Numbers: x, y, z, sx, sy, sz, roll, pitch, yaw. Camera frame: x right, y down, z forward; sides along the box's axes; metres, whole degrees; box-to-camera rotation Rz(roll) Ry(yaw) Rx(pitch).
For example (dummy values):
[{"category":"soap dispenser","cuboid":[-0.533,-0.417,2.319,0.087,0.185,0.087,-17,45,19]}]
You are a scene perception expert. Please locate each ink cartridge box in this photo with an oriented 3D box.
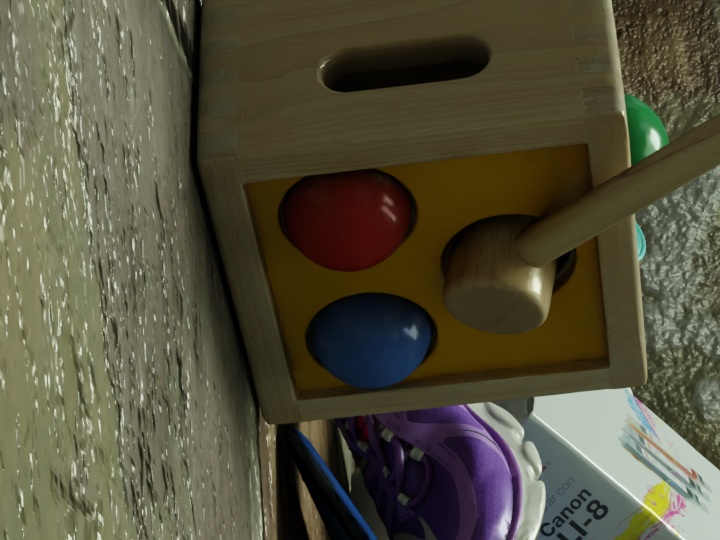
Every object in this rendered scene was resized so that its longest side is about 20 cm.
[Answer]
[{"category":"ink cartridge box","cuboid":[0.108,0.149,1.283,0.200,0.145,0.145,40,17,-12]}]

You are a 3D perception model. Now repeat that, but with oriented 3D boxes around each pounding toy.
[{"category":"pounding toy","cuboid":[0.046,-0.029,0.954,0.184,0.199,0.142,78,8,-47]}]

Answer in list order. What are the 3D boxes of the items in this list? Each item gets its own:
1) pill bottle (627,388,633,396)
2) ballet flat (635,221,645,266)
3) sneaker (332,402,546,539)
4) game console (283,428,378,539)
[{"category":"pill bottle","cuboid":[0.090,0.115,1.460,0.200,0.111,0.111,121,-32,-62]},{"category":"ballet flat","cuboid":[0.058,-0.045,1.350,0.073,0.200,0.073,-56,-168,18]},{"category":"sneaker","cuboid":[0.011,0.067,1.084,0.083,0.081,0.200,22,29,-40]},{"category":"game console","cuboid":[-0.003,0.199,1.081,0.171,0.118,0.200,-59,150,-25]}]
